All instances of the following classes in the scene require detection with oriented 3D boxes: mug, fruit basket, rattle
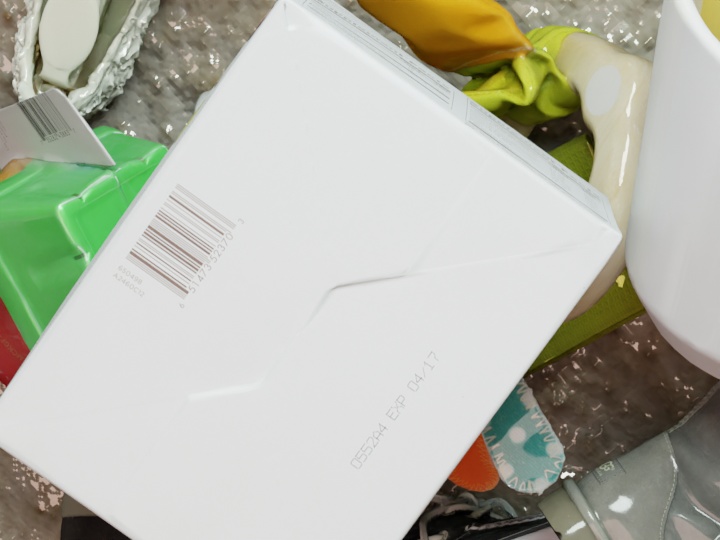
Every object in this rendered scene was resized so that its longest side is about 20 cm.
[{"bbox_3d":[0.180,-0.045,1.041,0.149,0.187,0.153,30,131,18],"label":"mug"},{"bbox_3d":[-0.123,0.012,1.198,0.094,0.200,0.186,-32,100,-24],"label":"fruit basket"},{"bbox_3d":[0.037,-0.014,1.113,0.130,0.143,0.201,30,99,38],"label":"rattle"}]

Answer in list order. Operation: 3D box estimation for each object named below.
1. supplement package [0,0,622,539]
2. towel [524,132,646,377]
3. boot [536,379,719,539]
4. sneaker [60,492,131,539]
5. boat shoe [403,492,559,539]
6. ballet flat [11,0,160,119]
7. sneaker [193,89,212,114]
[{"bbox_3d":[-0.021,0.015,1.039,0.156,0.111,0.200,35,99,-3],"label":"supplement package"},{"bbox_3d":[0.038,0.021,1.216,0.200,0.018,0.086,-29,100,21],"label":"towel"},{"bbox_3d":[0.197,0.103,1.129,0.200,0.073,0.182,-34,105,-1],"label":"boot"},{"bbox_3d":[-0.058,0.148,1.192,0.200,0.075,0.107,-8,78,48],"label":"sneaker"},{"bbox_3d":[0.044,0.134,1.224,0.199,0.068,0.073,-29,144,32],"label":"boat shoe"},{"bbox_3d":[-0.102,-0.148,1.171,0.072,0.072,0.201,24,111,6],"label":"ballet flat"},{"bbox_3d":[0.000,0.000,1.179,0.080,0.070,0.201,-25,90,17],"label":"sneaker"}]
